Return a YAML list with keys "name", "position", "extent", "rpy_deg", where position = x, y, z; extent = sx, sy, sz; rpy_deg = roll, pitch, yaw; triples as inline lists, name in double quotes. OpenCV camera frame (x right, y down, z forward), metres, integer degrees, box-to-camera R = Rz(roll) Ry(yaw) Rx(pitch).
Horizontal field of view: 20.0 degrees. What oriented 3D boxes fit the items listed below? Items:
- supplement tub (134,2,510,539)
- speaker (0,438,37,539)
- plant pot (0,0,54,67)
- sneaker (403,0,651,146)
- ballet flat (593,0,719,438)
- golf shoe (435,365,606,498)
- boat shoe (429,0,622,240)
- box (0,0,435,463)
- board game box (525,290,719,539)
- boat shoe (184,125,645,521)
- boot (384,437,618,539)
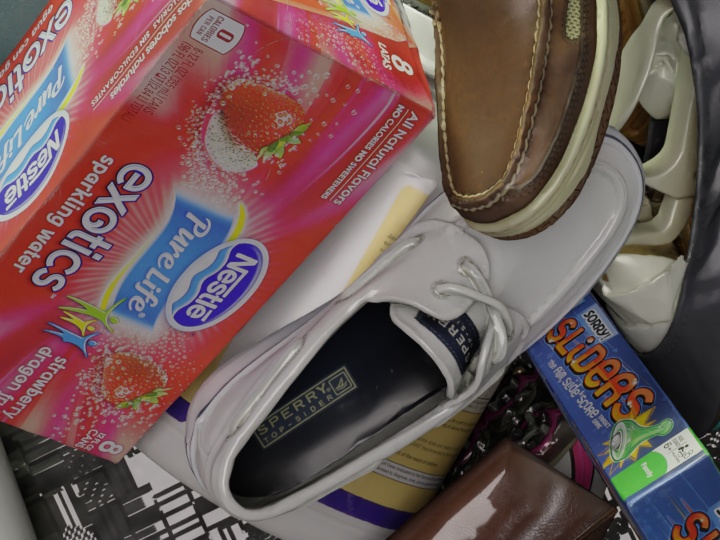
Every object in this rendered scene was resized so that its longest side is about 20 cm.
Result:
- name: "supplement tub"
  position: [0.000, 0.000, 0.828]
  extent: [0.145, 0.145, 0.201]
  rpy_deg: [31, 95, 6]
- name: "speaker"
  position: [-0.208, 0.048, 0.891]
  extent: [0.081, 0.081, 0.201]
  rpy_deg: [-20, 88, 7]
- name: "plant pot"
  position: [-0.090, -0.127, 0.825]
  extent: [0.134, 0.200, 0.201]
  rpy_deg: [39, 96, -13]
- name: "sneaker"
  position: [0.095, -0.120, 0.851]
  extent: [0.199, 0.088, 0.076]
  rpy_deg: [31, 117, -16]
- name: "ballet flat"
  position: [0.119, -0.030, 0.788]
  extent: [0.072, 0.073, 0.201]
  rpy_deg: [9, 110, 7]
- name: "golf shoe"
  position: [0.067, 0.115, 0.867]
  extent: [0.092, 0.073, 0.200]
  rpy_deg: [35, 96, -20]
- name: "boat shoe"
  position: [0.044, -0.113, 0.709]
  extent: [0.074, 0.075, 0.204]
  rpy_deg: [-17, 59, 44]
- name: "box"
  position: [-0.077, -0.037, 0.731]
  extent: [0.099, 0.096, 0.200]
  rpy_deg: [25, 123, -33]
- name: "board game box"
  position: [0.132, 0.112, 0.775]
  extent: [0.034, 0.136, 0.200]
  rpy_deg: [-32, 120, 2]
- name: "boat shoe"
  position: [0.027, 0.022, 0.729]
  extent: [0.200, 0.065, 0.074]
  rpy_deg: [-42, 108, -1]
- name: "boot"
  position: [-0.005, 0.114, 0.745]
  extent: [0.199, 0.187, 0.064]
  rpy_deg: [-35, 54, -4]
